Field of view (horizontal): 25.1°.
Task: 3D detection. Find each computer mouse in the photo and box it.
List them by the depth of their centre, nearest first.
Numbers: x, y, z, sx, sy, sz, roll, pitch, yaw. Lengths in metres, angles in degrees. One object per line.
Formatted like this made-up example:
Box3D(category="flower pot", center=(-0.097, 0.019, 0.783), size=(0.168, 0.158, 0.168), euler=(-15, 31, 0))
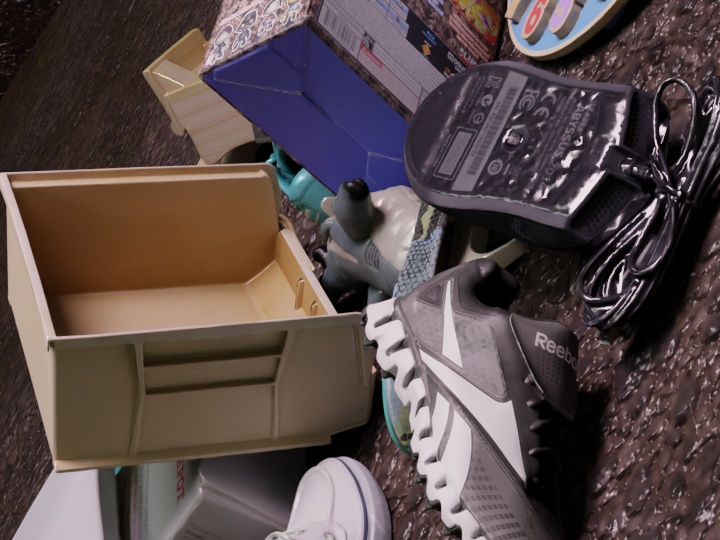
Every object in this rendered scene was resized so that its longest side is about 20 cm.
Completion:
Box3D(category="computer mouse", center=(0.102, -0.046, 0.816), size=(0.199, 0.053, 0.139), euler=(25, 83, 47))

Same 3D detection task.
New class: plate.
Box3D(category="plate", center=(-0.200, 0.213, 1.031), size=(0.200, 0.032, 0.200), euler=(-57, 22, 18))

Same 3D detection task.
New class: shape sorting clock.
Box3D(category="shape sorting clock", center=(0.145, -0.221, 0.976), size=(0.200, 0.039, 0.201), euler=(-50, 24, 31))

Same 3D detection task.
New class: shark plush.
Box3D(category="shark plush", center=(0.000, 0.000, 1.016), size=(0.200, 0.090, 0.084), euler=(-22, 74, 53))

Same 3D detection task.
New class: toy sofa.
Box3D(category="toy sofa", center=(-0.072, -0.167, 1.320), size=(0.199, 0.098, 0.083), euler=(-16, 25, 41))

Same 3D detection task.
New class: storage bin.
Box3D(category="storage bin", center=(-0.110, 0.021, 0.997), size=(0.200, 0.197, 0.094), euler=(-124, 35, -55))

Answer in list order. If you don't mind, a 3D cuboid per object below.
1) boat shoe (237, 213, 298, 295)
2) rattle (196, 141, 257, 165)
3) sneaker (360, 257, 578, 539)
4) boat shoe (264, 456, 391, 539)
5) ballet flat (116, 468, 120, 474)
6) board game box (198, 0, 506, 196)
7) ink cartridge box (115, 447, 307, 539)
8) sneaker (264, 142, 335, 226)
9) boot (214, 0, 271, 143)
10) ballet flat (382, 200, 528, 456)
Box3D(category="boat shoe", center=(-0.081, 0.031, 1.150), size=(0.067, 0.074, 0.201), euler=(-54, 21, 34))
Box3D(category="rattle", center=(-0.153, -0.117, 1.424), size=(0.130, 0.142, 0.201), euler=(155, 135, -86))
Box3D(category="sneaker", center=(0.067, 0.066, 0.741), size=(0.090, 0.066, 0.201), euler=(-36, 45, 13))
Box3D(category="boat shoe", center=(-0.028, 0.166, 0.864), size=(0.074, 0.066, 0.201), euler=(-51, 23, 27))
Box3D(category="ballet flat", center=(-0.176, 0.120, 1.293), size=(0.073, 0.073, 0.201), euler=(-49, 30, 31))
Box3D(category="board game box", center=(0.004, -0.168, 1.046), size=(0.096, 0.159, 0.201), euler=(-19, 43, 39))
Box3D(category="ink cartridge box", center=(-0.117, 0.178, 1.037), size=(0.200, 0.083, 0.146), euler=(-54, 22, 24))
Box3D(category="sneaker", center=(-0.027, -0.083, 1.156), size=(0.078, 0.079, 0.200), euler=(-57, 20, 14))
Box3D(category="boot", center=(-0.028, -0.182, 1.133), size=(0.067, 0.132, 0.200), euler=(-1, 25, 31))
Box3D(category="ballet flat", center=(0.057, 0.006, 0.871), size=(0.074, 0.074, 0.201), euler=(-38, 35, 47))
